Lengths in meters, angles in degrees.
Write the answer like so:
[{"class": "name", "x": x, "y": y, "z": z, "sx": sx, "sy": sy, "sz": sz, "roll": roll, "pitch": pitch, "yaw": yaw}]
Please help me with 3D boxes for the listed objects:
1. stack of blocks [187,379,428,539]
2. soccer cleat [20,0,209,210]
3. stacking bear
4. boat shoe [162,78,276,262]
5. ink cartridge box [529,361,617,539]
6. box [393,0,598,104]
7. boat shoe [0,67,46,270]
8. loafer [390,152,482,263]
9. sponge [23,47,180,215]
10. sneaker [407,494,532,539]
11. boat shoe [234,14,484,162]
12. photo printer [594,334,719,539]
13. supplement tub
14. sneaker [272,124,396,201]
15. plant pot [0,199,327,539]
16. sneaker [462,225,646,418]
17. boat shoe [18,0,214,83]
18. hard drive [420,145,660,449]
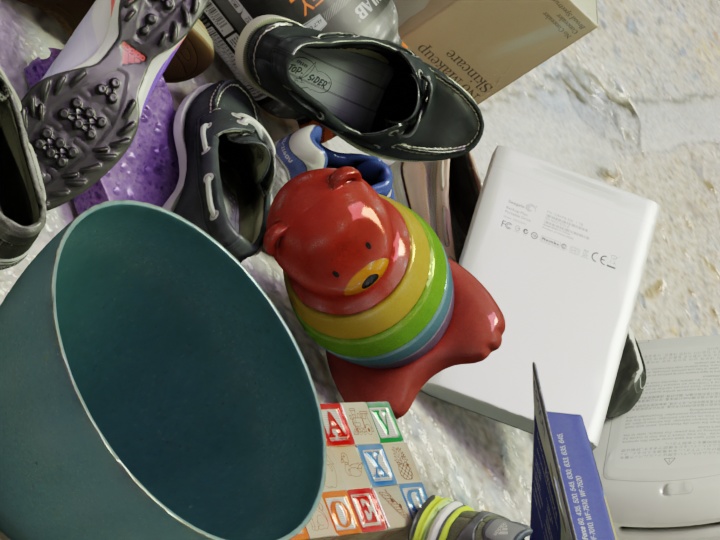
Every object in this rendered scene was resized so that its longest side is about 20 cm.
[{"class": "stack of blocks", "x": -0.047, "y": 0.119, "z": 1.386, "sx": 0.200, "sy": 0.058, "sz": 0.116, "roll": 3, "pitch": 60, "yaw": -56}, {"class": "soccer cleat", "x": -0.158, "y": -0.116, "z": 1.386, "sx": 0.068, "sy": 0.073, "sz": 0.201, "roll": 35, "pitch": 74, "yaw": -14}, {"class": "stacking bear", "x": 0.000, "y": 0.000, "z": 1.449, "sx": 0.114, "sy": 0.121, "sz": 0.200, "roll": 57, "pitch": 2, "yaw": 28}, {"class": "boat shoe", "x": -0.081, "y": -0.062, "z": 1.446, "sx": 0.076, "sy": 0.060, "sz": 0.201, "roll": 42, "pitch": 32, "yaw": -30}, {"class": "ink cartridge box", "x": 0.146, "y": 0.196, "z": 1.481, "sx": 0.198, "sy": 0.047, "sz": 0.201, "roll": -100, "pitch": -173, "yaw": -48}, {"class": "box", "x": 0.072, "y": -0.181, "z": 1.706, "sx": 0.095, "sy": 0.200, "sz": 0.078, "roll": 37, "pitch": 35, "yaw": -30}, {"class": "boat shoe", "x": -0.228, "y": -0.101, "z": 1.298, "sx": 0.070, "sy": 0.064, "sz": 0.201, "roll": -20, "pitch": 79, "yaw": -33}, {"class": "loafer", "x": 0.080, "y": -0.009, "z": 1.691, "sx": 0.072, "sy": 0.063, "sz": 0.201, "roll": 3, "pitch": 59, "yaw": -48}, {"class": "sponge", "x": -0.136, "y": -0.042, "z": 1.436, "sx": 0.111, "sy": 0.030, "sz": 0.201, "roll": 6, "pitch": 57, "yaw": -56}, {"class": "sneaker", "x": 0.095, "y": 0.233, "z": 1.430, "sx": 0.074, "sy": 0.081, "sz": 0.201, "roll": -45, "pitch": 123, "yaw": -37}, {"class": "boat shoe", "x": 0.013, "y": -0.119, "z": 1.537, "sx": 0.199, "sy": 0.075, "sz": 0.066, "roll": 26, "pitch": -2, "yaw": -31}, {"class": "photo printer", "x": 0.242, "y": 0.131, "z": 1.710, "sx": 0.200, "sy": 0.165, "sz": 0.070, "roll": -72, "pitch": 153, "yaw": -54}, {"class": "supplement tub", "x": -0.057, "y": -0.195, "z": 1.604, "sx": 0.200, "sy": 0.122, "sz": 0.123, "roll": 51, "pitch": 30, "yaw": -12}, {"class": "sneaker", "x": 0.001, "y": -0.031, "z": 1.574, "sx": 0.200, "sy": 0.088, "sz": 0.076, "roll": 29, "pitch": 39, "yaw": -43}, {"class": "plant pot", "x": -0.134, "y": 0.082, "z": 1.214, "sx": 0.200, "sy": 0.134, "sz": 0.201, "roll": 37, "pitch": 35, "yaw": -33}, {"class": "sneaker", "x": 0.156, "y": 0.025, "z": 1.740, "sx": 0.200, "sy": 0.080, "sz": 0.086, "roll": 56, "pitch": 18, "yaw": 24}, {"class": "boat shoe", "x": -0.173, "y": -0.191, "z": 1.474, "sx": 0.200, "sy": 0.073, "sz": 0.063, "roll": 34, "pitch": 40, "yaw": -35}, {"class": "hard drive", "x": 0.132, "y": 0.019, "z": 1.652, "sx": 0.131, "sy": 0.027, "sz": 0.201, "roll": 20, "pitch": 64, "yaw": -4}]
